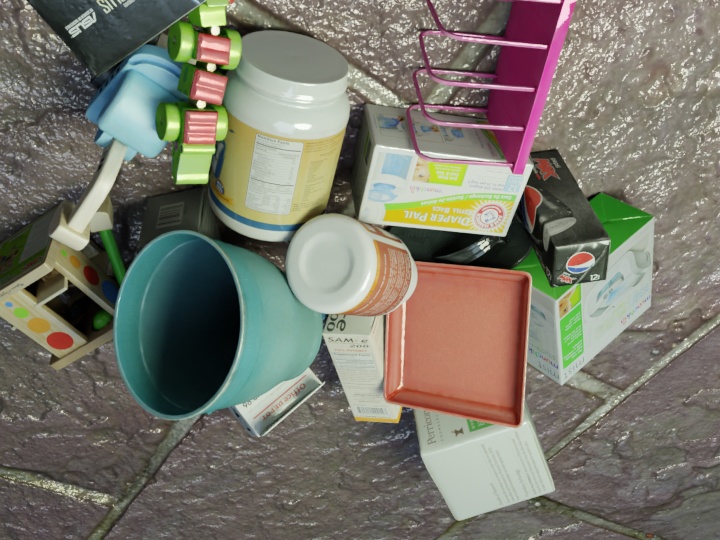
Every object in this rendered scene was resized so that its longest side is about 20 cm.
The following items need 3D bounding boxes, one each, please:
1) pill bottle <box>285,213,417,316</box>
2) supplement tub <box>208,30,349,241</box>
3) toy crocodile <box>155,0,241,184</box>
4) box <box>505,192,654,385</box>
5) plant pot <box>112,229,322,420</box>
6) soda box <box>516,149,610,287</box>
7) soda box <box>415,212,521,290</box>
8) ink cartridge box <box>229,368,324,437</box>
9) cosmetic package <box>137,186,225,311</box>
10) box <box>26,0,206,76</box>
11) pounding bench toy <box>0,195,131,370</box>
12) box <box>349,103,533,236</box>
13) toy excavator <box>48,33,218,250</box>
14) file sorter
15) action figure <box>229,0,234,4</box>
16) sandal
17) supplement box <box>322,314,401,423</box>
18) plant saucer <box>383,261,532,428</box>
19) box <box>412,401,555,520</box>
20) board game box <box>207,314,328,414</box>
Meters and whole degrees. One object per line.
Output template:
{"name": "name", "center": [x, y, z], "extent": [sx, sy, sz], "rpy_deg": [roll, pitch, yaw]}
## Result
{"name": "pill bottle", "center": [0.000, 0.000, 0.899], "extent": [0.112, 0.113, 0.200], "rpy_deg": [-30, 164, 17]}
{"name": "supplement tub", "center": [-0.092, -0.150, 0.838], "extent": [0.143, 0.145, 0.201], "rpy_deg": [6, 129, -13]}
{"name": "toy crocodile", "center": [-0.159, -0.181, 0.735], "extent": [0.067, 0.062, 0.202], "rpy_deg": [0, 115, -34]}
{"name": "box", "center": [0.305, 0.025, 1.026], "extent": [0.199, 0.096, 0.178], "rpy_deg": [-35, 134, -20]}
{"name": "plant pot", "center": [-0.150, 0.066, 0.861], "extent": [0.200, 0.201, 0.187], "rpy_deg": [-39, 156, 23]}
{"name": "soda box", "center": [0.241, -0.070, 0.918], "extent": [0.070, 0.201, 0.064], "rpy_deg": [-8, 130, -2]}
{"name": "soda box", "center": [0.147, -0.011, 1.044], "extent": [0.199, 0.064, 0.068], "rpy_deg": [-31, 129, 17]}
{"name": "ink cartridge box", "center": [-0.127, 0.178, 1.065], "extent": [0.116, 0.200, 0.068], "rpy_deg": [-39, 89, -17]}
{"name": "cosmetic package", "center": [-0.221, 0.005, 0.978], "extent": [0.089, 0.107, 0.201], "rpy_deg": [-11, 133, 2]}
{"name": "box", "center": [-0.190, -0.290, 0.667], "extent": [0.163, 0.201, 0.086], "rpy_deg": [-29, 127, 15]}
{"name": "pounding bench toy", "center": [-0.352, 0.010, 0.949], "extent": [0.199, 0.125, 0.156], "rpy_deg": [-28, 129, 15]}
{"name": "box", "center": [0.096, -0.123, 0.916], "extent": [0.198, 0.102, 0.113], "rpy_deg": [4, 129, -12]}
{"name": "toy excavator", "center": [-0.256, -0.141, 0.788], "extent": [0.100, 0.201, 0.194], "rpy_deg": [33, 133, -31]}
{"name": "file sorter", "center": [0.128, -0.230, 0.806], "extent": [0.124, 0.140, 0.201], "rpy_deg": [2, 130, -8]}
{"name": "action figure", "center": [-0.061, -0.342, 0.746], "extent": [0.199, 0.052, 0.066], "rpy_deg": [-27, 125, 11]}
{"name": "sandal", "center": [0.127, -0.036, 0.975], "extent": [0.198, 0.076, 0.048], "rpy_deg": [1, 163, 19]}
{"name": "supplement box", "center": [0.015, 0.113, 1.082], "extent": [0.073, 0.127, 0.201], "rpy_deg": [0, 133, 18]}
{"name": "plant saucer", "center": [0.129, 0.091, 0.980], "extent": [0.198, 0.037, 0.202], "rpy_deg": [6, 98, 27]}
{"name": "box", "center": [0.186, 0.245, 1.179], "extent": [0.170, 0.200, 0.201], "rpy_deg": [-20, 129, 10]}
{"name": "board game box", "center": [-0.131, 0.106, 1.049], "extent": [0.200, 0.151, 0.047], "rpy_deg": [-41, 89, 23]}
